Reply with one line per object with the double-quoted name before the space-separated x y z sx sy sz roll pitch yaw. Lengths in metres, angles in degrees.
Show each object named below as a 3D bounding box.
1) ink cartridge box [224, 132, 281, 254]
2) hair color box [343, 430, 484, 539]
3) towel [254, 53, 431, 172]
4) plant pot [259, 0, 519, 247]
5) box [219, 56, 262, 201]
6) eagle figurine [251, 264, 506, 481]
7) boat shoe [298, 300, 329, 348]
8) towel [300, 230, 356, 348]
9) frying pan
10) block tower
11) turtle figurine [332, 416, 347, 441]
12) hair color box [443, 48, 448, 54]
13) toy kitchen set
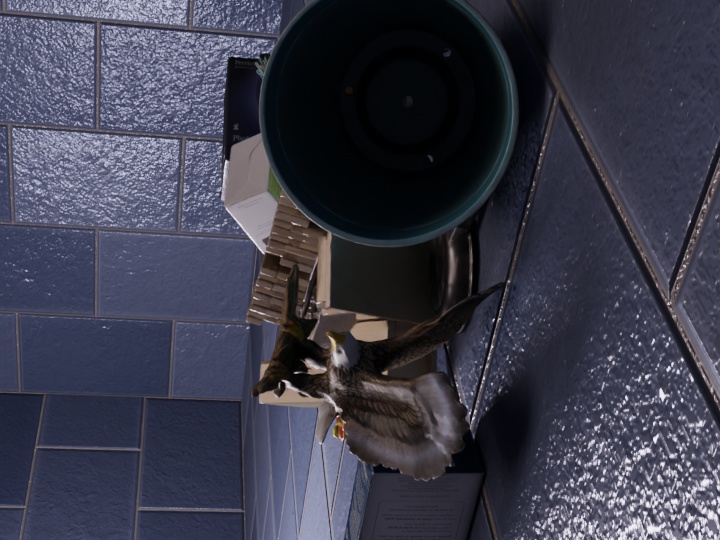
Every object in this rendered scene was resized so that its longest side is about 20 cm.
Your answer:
"ink cartridge box" -0.089 -0.066 1.470 0.200 0.066 0.117 52 -154 -40
"hair color box" 0.039 0.232 1.026 0.061 0.098 0.202 -103 19 -55
"towel" -0.009 -0.141 1.111 0.022 0.199 0.148 -37 77 28
"plant pot" 0.031 -0.134 0.956 0.188 0.197 0.203 -54 -31 -78
"box" -0.119 -0.218 1.816 0.124 0.197 0.201 108 162 -59
"eagle figurine" 0.015 0.080 0.935 0.151 0.197 0.154 -20 -67 -70
"boat shoe" -0.042 0.056 1.351 0.067 0.071 0.202 30 131 33
"towel" 0.000 0.000 1.243 0.034 0.132 0.202 40 132 27
"frying pan" 0.089 -0.014 1.032 0.190 0.030 0.117 109 160 -68
"block tower" -0.069 -0.022 1.169 0.201 0.057 0.054 113 173 -47
"turtle figurine" 0.019 0.113 1.299 0.161 0.064 0.202 120 171 -69
"hair color box" 0.057 -0.315 1.162 0.100 0.060 0.204 179 94 -81
"toy kitchen set" -0.037 0.028 1.131 0.179 0.162 0.203 -7 77 41
